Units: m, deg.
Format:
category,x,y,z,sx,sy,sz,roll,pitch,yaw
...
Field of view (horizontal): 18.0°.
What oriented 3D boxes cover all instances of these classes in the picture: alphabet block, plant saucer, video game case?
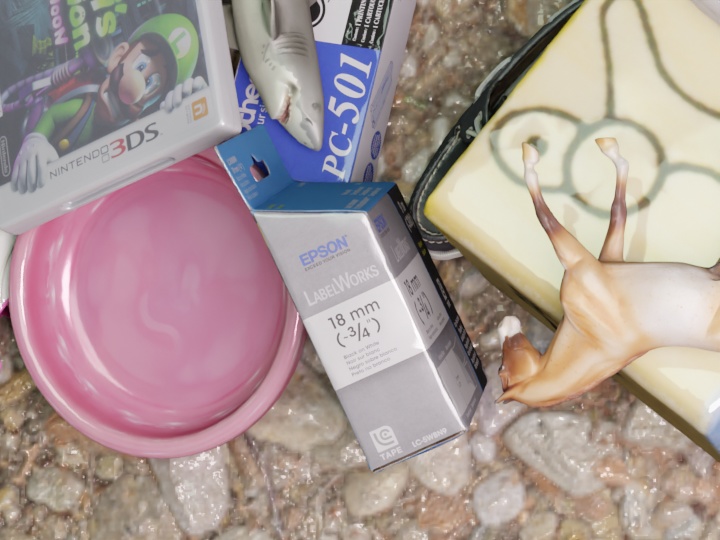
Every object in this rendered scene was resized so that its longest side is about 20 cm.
category,x,y,z,sx,sy,sz,roll,pitch,yaw
alphabet block,0.184,-0.028,1.259,0.200,0.196,0.196,40,88,20
plant saucer,-0.118,0.013,1.392,0.199,0.051,0.202,1,93,21
video game case,-0.161,-0.144,1.377,0.181,0.023,0.201,-22,67,30

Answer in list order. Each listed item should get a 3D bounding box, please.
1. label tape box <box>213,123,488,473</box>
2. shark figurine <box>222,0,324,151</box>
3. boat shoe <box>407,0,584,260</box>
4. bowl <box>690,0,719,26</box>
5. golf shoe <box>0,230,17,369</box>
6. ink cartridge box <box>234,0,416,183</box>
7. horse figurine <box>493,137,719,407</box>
category,x,y,z,sx,sy,sz,roll,pitch,yaw
label tape box,0.000,0.000,1.297,0.063,0.144,0.201,-25,95,11
shark figurine,-0.039,-0.196,1.365,0.089,0.215,0.128,-17,35,-27
boat shoe,0.099,-0.090,1.368,0.200,0.060,0.074,-42,70,3
bowl,0.257,-0.156,1.173,0.200,0.075,0.199,41,46,23
golf shoe,-0.233,-0.020,1.451,0.091,0.075,0.201,25,82,-4
ink cartridge box,-0.021,-0.148,1.425,0.094,0.044,0.201,11,81,20
horse figurine,0.159,-0.003,1.127,0.199,0.050,0.133,-4,88,9
